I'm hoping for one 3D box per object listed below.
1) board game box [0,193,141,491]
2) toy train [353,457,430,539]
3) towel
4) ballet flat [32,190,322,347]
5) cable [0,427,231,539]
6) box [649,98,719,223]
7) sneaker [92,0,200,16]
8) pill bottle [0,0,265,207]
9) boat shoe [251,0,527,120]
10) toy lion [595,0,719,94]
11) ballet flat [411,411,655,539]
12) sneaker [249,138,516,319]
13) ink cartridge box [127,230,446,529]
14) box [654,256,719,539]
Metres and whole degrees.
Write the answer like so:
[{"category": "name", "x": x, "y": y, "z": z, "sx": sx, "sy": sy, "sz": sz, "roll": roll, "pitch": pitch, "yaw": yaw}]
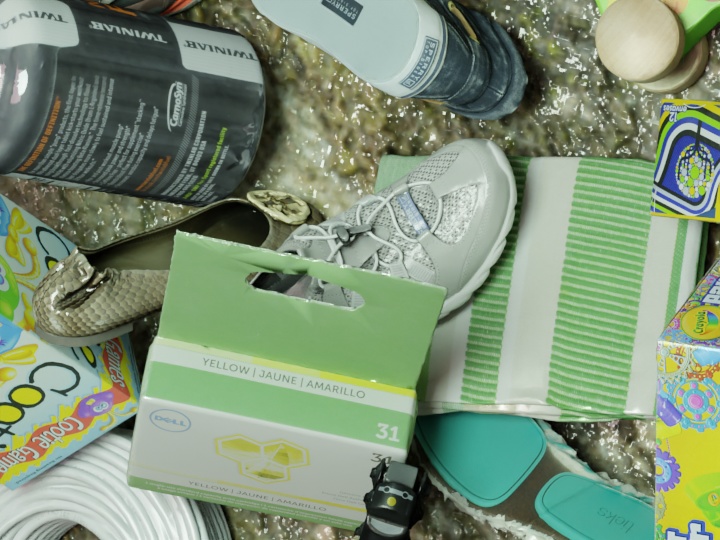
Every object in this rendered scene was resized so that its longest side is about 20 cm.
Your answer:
[{"category": "board game box", "x": -0.226, "y": 0.023, "z": 1.613, "sx": 0.105, "sy": 0.200, "sz": 0.103, "roll": -32, "pitch": 50, "yaw": 19}, {"category": "toy train", "x": 0.007, "y": 0.166, "z": 1.572, "sx": 0.034, "sy": 0.200, "sz": 0.046, "roll": 17, "pitch": 57, "yaw": 3}, {"category": "towel", "x": 0.092, "y": 0.010, "z": 1.588, "sx": 0.200, "sy": 0.023, "sz": 0.153, "roll": 1, "pitch": 74, "yaw": 28}, {"category": "ballet flat", "x": -0.099, "y": -0.010, "z": 1.606, "sx": 0.067, "sy": 0.200, "sz": 0.046, "roll": 28, "pitch": 128, "yaw": 41}, {"category": "cable", "x": -0.163, "y": 0.187, "z": 1.704, "sx": 0.200, "sy": 0.069, "sz": 0.200, "roll": -17, "pitch": 81, "yaw": 25}, {"category": "box", "x": 0.239, "y": -0.050, "z": 1.463, "sx": 0.200, "sy": 0.070, "sz": 0.064, "roll": 7, "pitch": 93, "yaw": 53}, {"category": "sneaker", "x": -0.173, "y": -0.150, "z": 1.702, "sx": 0.200, "sy": 0.082, "sz": 0.077, "roll": -41, "pitch": 73, "yaw": 20}, {"category": "pill bottle", "x": -0.161, "y": -0.099, "z": 1.620, "sx": 0.106, "sy": 0.200, "sz": 0.106, "roll": -17, "pitch": 69, "yaw": 53}, {"category": "boat shoe", "x": 0.010, "y": -0.143, "z": 1.626, "sx": 0.071, "sy": 0.091, "sz": 0.200, "roll": -58, "pitch": 41, "yaw": 14}, {"category": "toy lion", "x": 0.176, "y": -0.205, "z": 1.550, "sx": 0.192, "sy": 0.069, "sz": 0.200, "roll": -45, "pitch": 71, "yaw": 12}, {"category": "ballet flat", "x": 0.101, "y": 0.130, "z": 1.572, "sx": 0.200, "sy": 0.072, "sz": 0.072, "roll": 35, "pitch": 105, "yaw": 42}, {"category": "sneaker", "x": 0.000, "y": 0.000, "z": 1.576, "sx": 0.200, "sy": 0.082, "sz": 0.075, "roll": -42, "pitch": 57, "yaw": 11}, {"category": "ink cartridge box", "x": -0.042, "y": 0.064, "z": 1.532, "sx": 0.145, "sy": 0.200, "sz": 0.048, "roll": 12, "pitch": 59, "yaw": -3}, {"category": "box", "x": 0.251, "y": 0.114, "z": 1.430, "sx": 0.192, "sy": 0.122, "sz": 0.200, "roll": 8, "pitch": 115, "yaw": 21}]
